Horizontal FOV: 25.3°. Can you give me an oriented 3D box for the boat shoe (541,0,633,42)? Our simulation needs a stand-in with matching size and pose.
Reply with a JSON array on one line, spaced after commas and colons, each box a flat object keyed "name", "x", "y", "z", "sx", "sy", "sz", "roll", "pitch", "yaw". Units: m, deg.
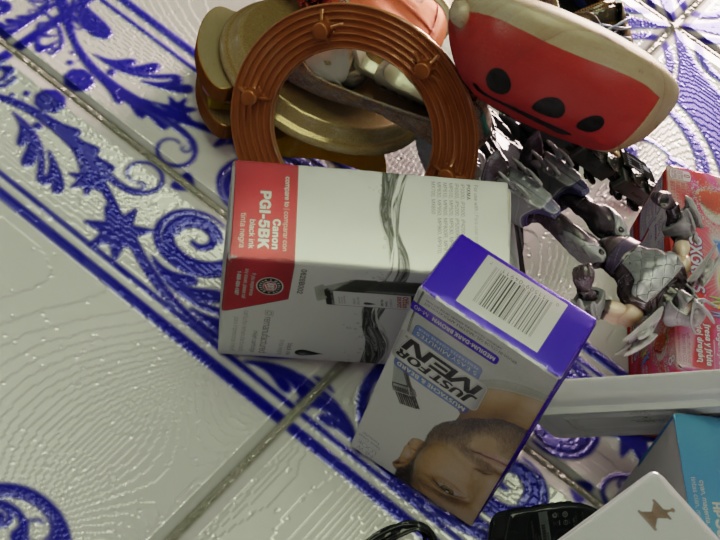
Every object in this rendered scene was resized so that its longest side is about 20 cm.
[{"name": "boat shoe", "x": 0.205, "y": -0.207, "z": 1.435, "sx": 0.072, "sy": 0.073, "sz": 0.201, "roll": -21, "pitch": 62, "yaw": -28}]

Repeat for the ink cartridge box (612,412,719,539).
[{"name": "ink cartridge box", "x": 0.295, "y": 0.194, "z": 1.121, "sx": 0.198, "sy": 0.129, "sz": 0.126, "roll": 7, "pitch": 52, "yaw": -10}]

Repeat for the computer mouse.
[{"name": "computer mouse", "x": 0.083, "y": 0.197, "z": 1.124, "sx": 0.198, "sy": 0.034, "sz": 0.059, "roll": -3, "pitch": 83, "yaw": -13}]

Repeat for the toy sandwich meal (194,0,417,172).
[{"name": "toy sandwich meal", "x": -0.042, "y": -0.149, "z": 1.327, "sx": 0.203, "sy": 0.071, "sz": 0.206, "roll": 16, "pitch": 43, "yaw": -15}]

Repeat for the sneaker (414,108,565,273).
[{"name": "sneaker", "x": 0.120, "y": -0.051, "z": 1.289, "sx": 0.113, "sy": 0.075, "sz": 0.202, "roll": -2, "pitch": 69, "yaw": -38}]

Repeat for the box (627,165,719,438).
[{"name": "box", "x": 0.268, "y": 0.030, "z": 1.256, "sx": 0.094, "sy": 0.100, "sz": 0.201, "roll": 11, "pitch": 51, "yaw": -7}]

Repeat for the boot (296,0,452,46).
[{"name": "boot", "x": -0.020, "y": -0.226, "z": 1.311, "sx": 0.199, "sy": 0.075, "sz": 0.108, "roll": 27, "pitch": 46, "yaw": -4}]

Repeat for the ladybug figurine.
[{"name": "ladybug figurine", "x": 0.143, "y": -0.142, "z": 1.175, "sx": 0.199, "sy": 0.135, "sz": 0.073, "roll": 21, "pitch": 86, "yaw": -25}]

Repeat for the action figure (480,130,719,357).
[{"name": "action figure", "x": 0.181, "y": -0.020, "z": 1.182, "sx": 0.200, "sy": 0.070, "sz": 0.130, "roll": 40, "pitch": 57, "yaw": 22}]

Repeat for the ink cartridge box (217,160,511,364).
[{"name": "ink cartridge box", "x": 0.000, "y": 0.000, "z": 1.157, "sx": 0.198, "sy": 0.147, "sz": 0.084, "roll": 4, "pitch": 60, "yaw": -6}]

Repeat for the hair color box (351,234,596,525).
[{"name": "hair color box", "x": 0.072, "y": 0.080, "z": 1.096, "sx": 0.109, "sy": 0.201, "sz": 0.065, "roll": 32, "pitch": 53, "yaw": 10}]

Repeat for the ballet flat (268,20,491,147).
[{"name": "ballet flat", "x": 0.013, "y": -0.156, "z": 1.233, "sx": 0.198, "sy": 0.067, "sz": 0.069, "roll": 24, "pitch": 73, "yaw": 10}]

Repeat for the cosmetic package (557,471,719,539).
[{"name": "cosmetic package", "x": 0.149, "y": 0.267, "z": 0.977, "sx": 0.166, "sy": 0.201, "sz": 0.168, "roll": -28, "pitch": 64, "yaw": -31}]

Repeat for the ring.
[{"name": "ring", "x": -0.008, "y": -0.103, "z": 1.217, "sx": 0.199, "sy": 0.202, "sz": 0.019, "roll": 29, "pitch": 30, "yaw": 7}]

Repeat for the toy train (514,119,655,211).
[{"name": "toy train", "x": 0.185, "y": -0.101, "z": 1.310, "sx": 0.199, "sy": 0.034, "sz": 0.046, "roll": 26, "pitch": 45, "yaw": -45}]

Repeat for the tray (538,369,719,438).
[{"name": "tray", "x": 0.205, "y": 0.097, "z": 1.132, "sx": 0.198, "sy": 0.107, "sz": 0.022, "roll": -5, "pitch": 68, "yaw": 24}]
